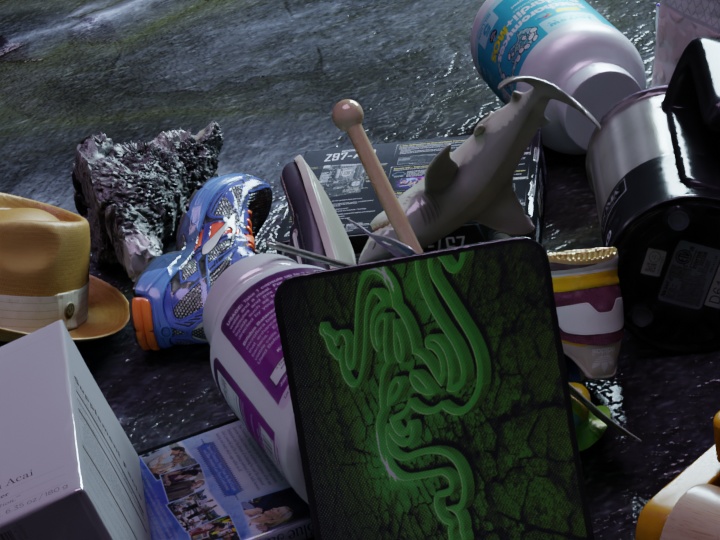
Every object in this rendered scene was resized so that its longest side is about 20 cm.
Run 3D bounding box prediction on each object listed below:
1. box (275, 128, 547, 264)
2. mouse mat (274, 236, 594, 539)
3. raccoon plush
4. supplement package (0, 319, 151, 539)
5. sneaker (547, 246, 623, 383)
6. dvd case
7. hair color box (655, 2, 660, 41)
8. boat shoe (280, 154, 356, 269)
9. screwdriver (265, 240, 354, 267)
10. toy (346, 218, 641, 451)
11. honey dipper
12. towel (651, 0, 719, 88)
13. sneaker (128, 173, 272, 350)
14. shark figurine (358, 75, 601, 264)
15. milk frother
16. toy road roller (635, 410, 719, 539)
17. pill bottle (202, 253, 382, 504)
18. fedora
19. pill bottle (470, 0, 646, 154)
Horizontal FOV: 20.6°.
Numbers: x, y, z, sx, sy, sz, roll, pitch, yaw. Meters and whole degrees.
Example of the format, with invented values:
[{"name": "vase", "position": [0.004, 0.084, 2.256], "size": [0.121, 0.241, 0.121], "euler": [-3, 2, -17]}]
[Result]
[{"name": "box", "position": [0.043, -0.050, 1.550], "size": [0.198, 0.044, 0.161], "euler": [-5, 28, 10]}, {"name": "mouse mat", "position": [0.043, 0.090, 1.133], "size": [0.160, 0.202, 0.008], "euler": [-10, 2, 3]}, {"name": "raccoon plush", "position": [-0.147, -0.044, 1.584], "size": [0.133, 0.097, 0.200], "euler": [-11, 40, -20]}, {"name": "supplement package", "position": [-0.199, 0.143, 1.169], "size": [0.121, 0.120, 0.200], "euler": [-24, 28, 0]}, {"name": "sneaker", "position": [0.119, 0.034, 1.340], "size": [0.074, 0.091, 0.200], "euler": [-5, -1, -13]}, {"name": "dvd case", "position": [-0.075, 0.138, 1.267], "size": [0.199, 0.018, 0.143], "euler": [-19, 28, -13]}, {"name": "hair color box", "position": [0.308, -0.138, 1.543], "size": [0.064, 0.110, 0.200], "euler": [-15, 26, -23]}, {"name": "boat shoe", "position": [-0.038, -0.004, 1.427], "size": [0.062, 0.073, 0.201], "euler": [-26, 47, 8]}, {"name": "screwdriver", "position": [0.000, 0.000, 1.375], "size": [0.199, 0.028, 0.029], "euler": [16, -2, -43]}, {"name": "toy", "position": [0.071, 0.050, 1.216], "size": [0.047, 0.200, 0.115], "euler": [-55, 21, -4]}, {"name": "honey dipper", "position": [0.030, -0.031, 1.376], "size": [0.038, 0.201, 0.038], "euler": [-23, -11, -5]}, {"name": "towel", "position": [0.279, -0.145, 1.484], "size": [0.032, 0.193, 0.200], "euler": [-13, 26, -22]}, {"name": "sneaker", "position": [-0.103, -0.002, 1.500], "size": [0.078, 0.076, 0.201], "euler": [8, 40, 16]}, {"name": "shark figurine", "position": [0.103, -0.070, 1.422], "size": [0.214, 0.090, 0.128], "euler": [-43, -3, 34]}, {"name": "milk frother", "position": [0.272, -0.042, 1.382], "size": [0.199, 0.181, 0.189], "euler": [29, 26, -13]}, {"name": "toy road roller", "position": [0.245, 0.096, 1.090], "size": [0.122, 0.147, 0.200], "euler": [15, 37, 40]}, {"name": "pill bottle", "position": [-0.030, 0.063, 1.248], "size": [0.112, 0.113, 0.200], "euler": [-19, 29, -16]}, {"name": "fedora", "position": [-0.259, -0.009, 1.473], "size": [0.199, 0.082, 0.201], "euler": [11, 14, -3]}, {"name": "pill bottle", "position": [0.169, -0.166, 1.651], "size": [0.110, 0.112, 0.200], "euler": [-15, 28, -9]}]
